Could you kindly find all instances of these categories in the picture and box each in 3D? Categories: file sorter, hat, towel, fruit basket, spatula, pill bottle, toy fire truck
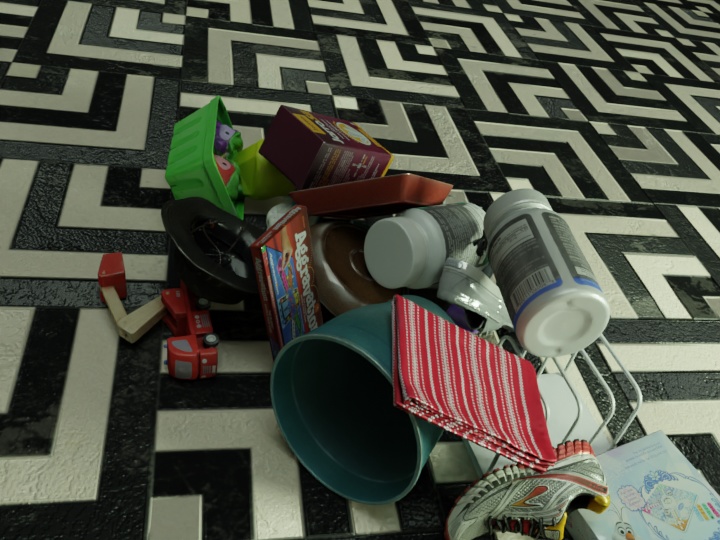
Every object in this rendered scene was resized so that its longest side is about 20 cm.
[{"bbox_3d":[0.230,0.160,0.852,0.194,0.127,0.140,-3,43,-20],"label":"file sorter"},{"bbox_3d":[-0.184,-0.006,0.880,0.198,0.082,0.202,32,20,-13],"label":"hat"},{"bbox_3d":[0.116,0.115,0.702,0.197,0.023,0.147,27,37,-21],"label":"towel"},{"bbox_3d":[-0.198,-0.176,1.093,0.209,0.158,0.219,-10,42,9],"label":"fruit basket"},{"bbox_3d":[0.182,0.037,1.059,0.056,0.021,0.201,30,41,8],"label":"spatula"},{"bbox_3d":[0.104,-0.037,0.993,0.197,0.115,0.113,-12,44,-46],"label":"pill bottle"},{"bbox_3d":[0.223,-0.004,0.845,0.110,0.116,0.203,3,43,-12],"label":"pill bottle"},{"bbox_3d":[-0.265,0.058,0.877,0.137,0.050,0.202,-4,44,-21],"label":"toy fire truck"}]

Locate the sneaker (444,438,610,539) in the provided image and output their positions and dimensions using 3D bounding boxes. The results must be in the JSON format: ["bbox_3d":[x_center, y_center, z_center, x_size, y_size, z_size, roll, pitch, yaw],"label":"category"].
[{"bbox_3d":[0.183,0.257,0.737,0.195,0.079,0.083,-20,53,-6],"label":"sneaker"}]

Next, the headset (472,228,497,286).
[{"bbox_3d":[0.242,0.013,0.990,0.201,0.122,0.094,50,49,-13],"label":"headset"}]

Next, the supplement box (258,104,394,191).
[{"bbox_3d":[-0.050,-0.186,1.078,0.110,0.087,0.198,43,24,25],"label":"supplement box"}]

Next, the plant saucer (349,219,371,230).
[{"bbox_3d":[0.064,-0.027,1.099,0.195,0.019,0.070,20,41,7],"label":"plant saucer"}]

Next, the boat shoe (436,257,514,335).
[{"bbox_3d":[0.174,0.054,0.963,0.071,0.199,0.070,19,78,42],"label":"boat shoe"}]

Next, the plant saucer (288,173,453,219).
[{"bbox_3d":[0.022,-0.106,1.021,0.195,0.038,0.198,-5,-1,26],"label":"plant saucer"}]

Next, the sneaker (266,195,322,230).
[{"bbox_3d":[-0.112,-0.049,1.034,0.078,0.078,0.201,13,32,4],"label":"sneaker"}]

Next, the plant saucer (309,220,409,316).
[{"bbox_3d":[0.000,0.000,0.980,0.197,0.032,0.203,28,37,-23],"label":"plant saucer"}]

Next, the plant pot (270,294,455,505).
[{"bbox_3d":[0.028,0.126,0.782,0.198,0.204,0.187,32,37,20],"label":"plant pot"}]

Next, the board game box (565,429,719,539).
[{"bbox_3d":[0.347,0.302,0.786,0.195,0.044,0.201,-10,45,-26],"label":"board game box"}]

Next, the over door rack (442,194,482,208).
[{"bbox_3d":[0.239,-0.058,1.112,0.197,0.068,0.147,24,7,28],"label":"over door rack"}]

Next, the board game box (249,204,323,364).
[{"bbox_3d":[-0.086,0.033,0.844,0.019,0.205,0.103,9,35,24],"label":"board game box"}]
